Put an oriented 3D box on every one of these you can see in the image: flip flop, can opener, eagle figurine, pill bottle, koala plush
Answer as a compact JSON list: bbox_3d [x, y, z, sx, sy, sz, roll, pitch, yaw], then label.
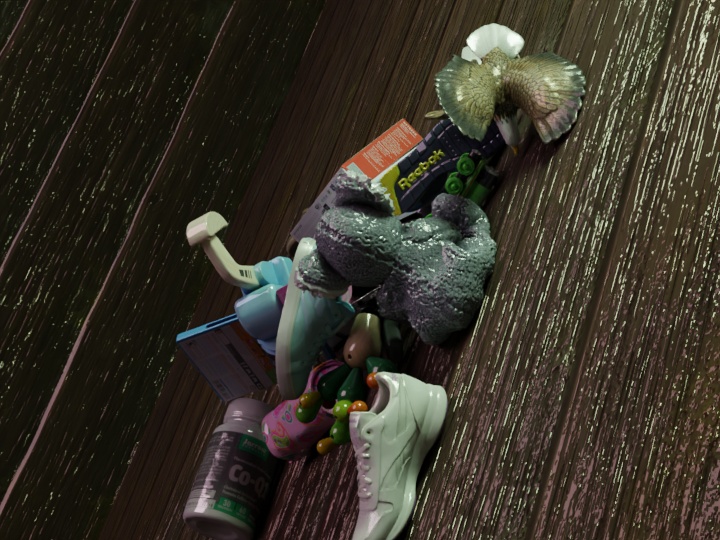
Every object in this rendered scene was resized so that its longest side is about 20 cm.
[{"bbox_3d":[-0.087,-0.061,2.208,0.200,0.081,0.058,133,141,-56],"label":"flip flop"},{"bbox_3d":[0.026,0.083,1.582,0.200,0.053,0.067,-99,5,-67],"label":"can opener"},{"bbox_3d":[0.167,-0.205,1.391,0.152,0.151,0.200,-48,4,3],"label":"eagle figurine"},{"bbox_3d":[-0.188,0.304,1.815,0.113,0.113,0.201,-43,25,57],"label":"pill bottle"},{"bbox_3d":[0.036,-0.019,1.364,0.178,0.199,0.184,-60,14,14],"label":"koala plush"}]

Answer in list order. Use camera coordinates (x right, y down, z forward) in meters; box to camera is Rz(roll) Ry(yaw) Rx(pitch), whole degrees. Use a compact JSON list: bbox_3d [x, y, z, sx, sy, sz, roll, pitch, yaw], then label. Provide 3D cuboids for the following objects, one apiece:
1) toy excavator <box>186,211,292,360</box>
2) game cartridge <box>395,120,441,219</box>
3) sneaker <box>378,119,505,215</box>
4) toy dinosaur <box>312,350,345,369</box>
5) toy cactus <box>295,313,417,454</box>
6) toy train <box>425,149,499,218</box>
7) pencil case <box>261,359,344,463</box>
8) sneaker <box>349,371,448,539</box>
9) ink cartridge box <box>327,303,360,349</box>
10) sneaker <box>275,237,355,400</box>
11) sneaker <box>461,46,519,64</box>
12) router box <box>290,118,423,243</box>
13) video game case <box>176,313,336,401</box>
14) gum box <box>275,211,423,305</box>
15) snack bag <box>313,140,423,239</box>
[{"bbox_3d":[-0.141,0.021,1.613,0.100,0.195,0.200,-25,-14,22],"label":"toy excavator"},{"bbox_3d":[0.113,-0.143,1.667,0.201,0.040,0.133,-64,10,3],"label":"game cartridge"},{"bbox_3d":[0.114,-0.145,1.547,0.200,0.074,0.082,-33,-15,24],"label":"sneaker"},{"bbox_3d":[-0.065,0.153,1.729,0.200,0.047,0.088,-55,49,37],"label":"toy dinosaur"},{"bbox_3d":[0.003,0.134,1.426,0.200,0.102,0.166,-29,42,53],"label":"toy cactus"},{"bbox_3d":[0.107,-0.057,1.478,0.200,0.056,0.042,-60,-1,19],"label":"toy train"},{"bbox_3d":[-0.067,0.197,1.630,0.200,0.087,0.088,-48,21,52],"label":"pencil case"},{"bbox_3d":[0.018,0.202,1.246,0.075,0.099,0.201,-24,43,67],"label":"sneaker"},{"bbox_3d":[-0.029,0.020,1.790,0.200,0.083,0.147,-44,21,56],"label":"ink cartridge box"},{"bbox_3d":[-0.052,0.065,1.441,0.074,0.082,0.201,-20,-60,-75],"label":"sneaker"},{"bbox_3d":[0.180,-0.272,1.622,0.200,0.084,0.073,-61,-41,-70],"label":"sneaker"},{"bbox_3d":[-0.007,-0.135,1.926,0.179,0.049,0.200,-41,-5,-42],"label":"router box"},{"bbox_3d":[-0.155,0.118,1.782,0.199,0.143,0.018,-20,35,18],"label":"video game case"},{"bbox_3d":[0.000,0.000,1.569,0.200,0.066,0.113,-30,1,-24],"label":"gum box"},{"bbox_3d":[0.011,-0.113,1.794,0.188,0.021,0.200,-38,-5,-19],"label":"snack bag"}]
